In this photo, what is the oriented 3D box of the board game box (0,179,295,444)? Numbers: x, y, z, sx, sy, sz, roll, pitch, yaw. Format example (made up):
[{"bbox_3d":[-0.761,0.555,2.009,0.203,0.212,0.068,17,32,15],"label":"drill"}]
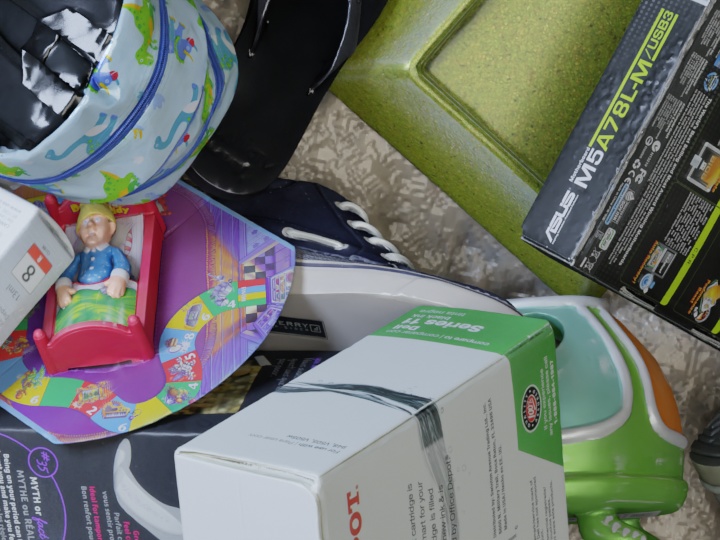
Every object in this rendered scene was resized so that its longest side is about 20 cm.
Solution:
[{"bbox_3d":[-0.135,-0.001,1.397,0.158,0.200,0.039,-41,138,-22],"label":"board game box"}]

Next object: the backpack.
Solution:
[{"bbox_3d":[-0.154,-0.116,1.380,0.154,0.200,0.163,37,89,-34],"label":"backpack"}]

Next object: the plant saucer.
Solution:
[{"bbox_3d":[0.115,-0.112,1.490,0.200,0.048,0.200,41,90,-10],"label":"plant saucer"}]

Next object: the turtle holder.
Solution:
[{"bbox_3d":[0.077,0.085,1.476,0.185,0.141,0.132,-8,81,31],"label":"turtle holder"}]

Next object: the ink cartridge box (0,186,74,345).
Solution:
[{"bbox_3d":[-0.257,0.029,1.381,0.200,0.162,0.050,-54,141,-13],"label":"ink cartridge box"}]

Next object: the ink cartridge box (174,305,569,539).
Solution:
[{"bbox_3d":[0.010,0.118,1.295,0.083,0.200,0.147,8,112,33],"label":"ink cartridge box"}]

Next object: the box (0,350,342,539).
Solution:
[{"bbox_3d":[-0.095,0.112,1.409,0.199,0.106,0.123,1,112,19],"label":"box"}]

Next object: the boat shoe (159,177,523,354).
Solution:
[{"bbox_3d":[0.000,0.000,1.434,0.199,0.093,0.075,10,137,14],"label":"boat shoe"}]

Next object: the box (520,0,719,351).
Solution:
[{"bbox_3d":[0.192,-0.067,1.455,0.193,0.047,0.200,25,93,-50],"label":"box"}]

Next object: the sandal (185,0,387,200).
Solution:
[{"bbox_3d":[-0.029,-0.129,1.451,0.076,0.043,0.201,23,75,-9],"label":"sandal"}]

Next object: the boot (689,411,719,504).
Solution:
[{"bbox_3d":[0.261,0.134,1.512,0.182,0.073,0.200,-40,116,-23],"label":"boot"}]
